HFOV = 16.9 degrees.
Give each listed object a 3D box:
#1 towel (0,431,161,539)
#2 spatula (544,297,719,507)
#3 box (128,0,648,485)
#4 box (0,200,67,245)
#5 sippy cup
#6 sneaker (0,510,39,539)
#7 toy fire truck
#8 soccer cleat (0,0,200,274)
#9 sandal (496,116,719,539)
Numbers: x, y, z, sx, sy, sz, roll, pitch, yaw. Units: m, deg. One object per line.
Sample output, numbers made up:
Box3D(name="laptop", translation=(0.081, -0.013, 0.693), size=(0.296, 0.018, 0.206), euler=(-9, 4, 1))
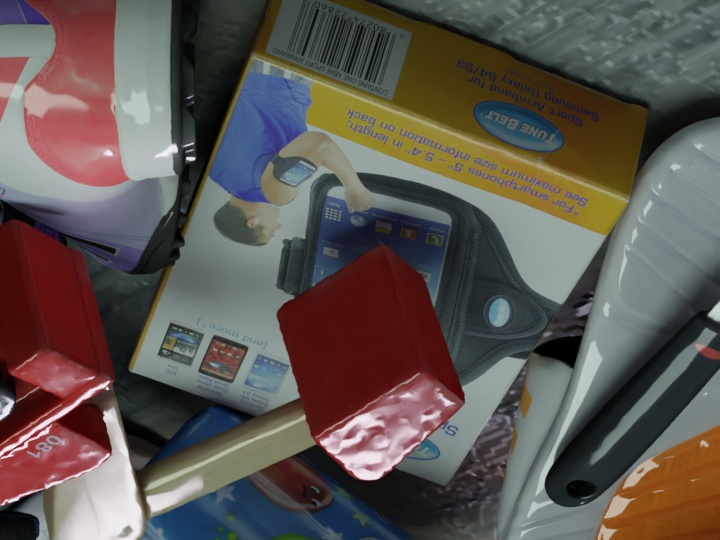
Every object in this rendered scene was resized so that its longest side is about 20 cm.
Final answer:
Box3D(name="towel", translation=(-0.085, 0.145, 0.998), size=(0.190, 0.032, 0.200), euler=(32, 141, -20))
Box3D(name="spatula", translation=(0.112, 0.001, 0.700), size=(0.056, 0.021, 0.200), euler=(24, 119, -23))
Box3D(name="box", translation=(0.000, 0.000, 0.772), size=(0.118, 0.042, 0.200), euler=(20, 141, -5))
Box3D(name="box", translation=(-0.210, -0.008, 0.773), size=(0.198, 0.123, 0.106), euler=(6, 142, 12))
Box3D(name="sippy cup", translation=(-0.037, 0.122, 0.832), size=(0.130, 0.140, 0.178), euler=(44, 128, 0))
Box3D(name="sneaker", translation=(-0.155, 0.121, 0.848), size=(0.075, 0.078, 0.200), euler=(1, 176, -12))
Box3D(name="toy fire truck", translation=(-0.086, 0.048, 0.696), size=(0.199, 0.049, 0.141), euler=(-34, 142, 21))
Box3D(name="soccer cleat", translation=(-0.083, -0.042, 0.681), size=(0.072, 0.069, 0.200), euler=(2, 171, -5))
Box3D(name="sandal", translation=(0.093, 0.031, 0.769), size=(0.078, 0.059, 0.208), euler=(6, 124, -13))
